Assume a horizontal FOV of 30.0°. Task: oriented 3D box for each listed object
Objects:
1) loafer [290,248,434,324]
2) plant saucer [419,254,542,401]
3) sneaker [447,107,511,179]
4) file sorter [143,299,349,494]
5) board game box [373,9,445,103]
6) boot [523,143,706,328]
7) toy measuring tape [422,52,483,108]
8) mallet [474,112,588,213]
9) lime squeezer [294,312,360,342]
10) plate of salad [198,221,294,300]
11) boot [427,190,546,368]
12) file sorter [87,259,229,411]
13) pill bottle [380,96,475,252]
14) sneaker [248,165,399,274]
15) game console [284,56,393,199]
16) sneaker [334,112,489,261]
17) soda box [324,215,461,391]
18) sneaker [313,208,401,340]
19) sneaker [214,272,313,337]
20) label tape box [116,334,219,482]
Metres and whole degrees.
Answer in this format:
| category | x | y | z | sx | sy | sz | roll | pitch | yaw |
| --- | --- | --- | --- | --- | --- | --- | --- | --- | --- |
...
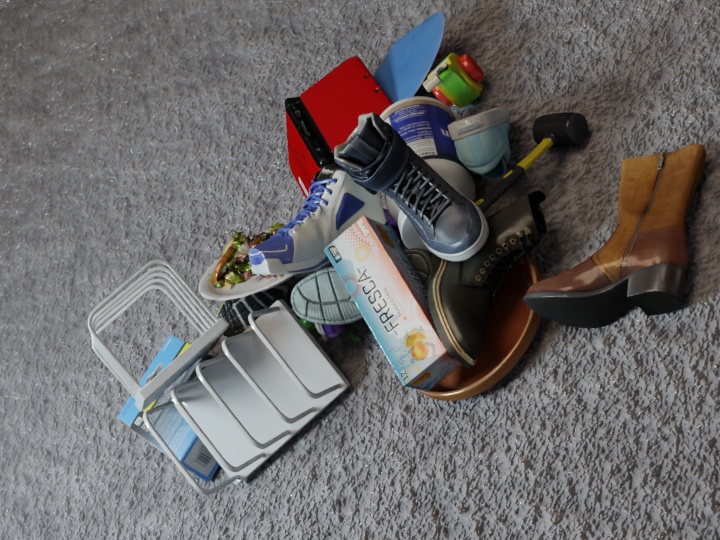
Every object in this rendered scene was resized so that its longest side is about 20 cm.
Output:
| category | x | y | z | sx | sy | sz | roll | pitch | yaw |
| --- | --- | --- | --- | --- | --- | --- | --- | --- | --- |
| loafer | 0.012 | 0.021 | 1.629 | 0.198 | 0.063 | 0.073 | -15 | 85 | 27 |
| plant saucer | 0.131 | 0.061 | 1.555 | 0.199 | 0.032 | 0.202 | -31 | 40 | 29 |
| sneaker | 0.151 | -0.151 | 1.647 | 0.073 | 0.083 | 0.200 | -15 | 5 | 19 |
| file sorter | -0.143 | 0.158 | 1.646 | 0.200 | 0.139 | 0.124 | -42 | -8 | 14 |
| board game box | 0.072 | -0.273 | 1.888 | 0.200 | 0.039 | 0.159 | -26 | 40 | 55 |
| boot | 0.274 | -0.044 | 1.452 | 0.187 | 0.068 | 0.202 | -16 | 48 | 41 |
| toy measuring tape | 0.124 | -0.242 | 1.762 | 0.073 | 0.074 | 0.200 | -39 | 7 | 19 |
| mallet | 0.198 | -0.123 | 1.574 | 0.066 | 0.041 | 0.200 | -5 | 33 | 46 |
| lime squeezer | -0.079 | 0.085 | 1.772 | 0.199 | 0.038 | 0.071 | -21 | 46 | 36 |
| plate of salad | -0.125 | -0.025 | 1.751 | 0.198 | 0.048 | 0.200 | -21 | 22 | 9 |
| boot | 0.150 | 0.001 | 1.500 | 0.138 | 0.077 | 0.201 | -27 | 43 | 25 |
| file sorter | -0.265 | 0.082 | 1.715 | 0.139 | 0.125 | 0.200 | -41 | -1 | -14 |
| pill bottle | 0.083 | -0.118 | 1.694 | 0.115 | 0.116 | 0.201 | -35 | 39 | 23 |
| sneaker | -0.052 | -0.065 | 1.638 | 0.198 | 0.116 | 0.080 | -16 | 8 | -28 |
| game console | -0.029 | -0.183 | 1.917 | 0.118 | 0.174 | 0.200 | -11 | 35 | -13 |
| sneaker | 0.051 | -0.096 | 1.509 | 0.077 | 0.146 | 0.202 | -48 | 43 | 6 |
| soda box | 0.040 | 0.038 | 1.531 | 0.068 | 0.063 | 0.201 | -39 | 63 | 17 |
| sneaker | 0.000 | 0.000 | 1.713 | 0.083 | 0.081 | 0.201 | 12 | 62 | 31 |
| sneaker | -0.115 | 0.029 | 1.805 | 0.199 | 0.074 | 0.081 | -34 | 4 | -25 |
| label tape box | -0.234 | 0.185 | 1.840 | 0.199 | 0.063 | 0.145 | 21 | 75 | 55 |
